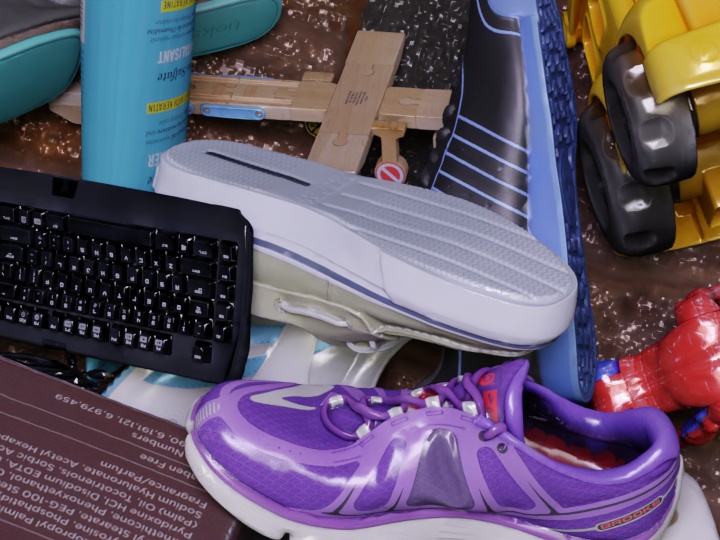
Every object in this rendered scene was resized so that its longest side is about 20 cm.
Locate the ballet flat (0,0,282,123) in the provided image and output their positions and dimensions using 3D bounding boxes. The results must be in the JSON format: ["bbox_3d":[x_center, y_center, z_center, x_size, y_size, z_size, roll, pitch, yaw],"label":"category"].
[{"bbox_3d":[-0.130,-0.113,1.105,0.200,0.068,0.068,-19,66,-32],"label":"ballet flat"}]

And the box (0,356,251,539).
[{"bbox_3d":[-0.155,0.161,0.985,0.164,0.166,0.200,21,37,4],"label":"box"}]

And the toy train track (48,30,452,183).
[{"bbox_3d":[-0.042,-0.068,1.123,0.199,0.033,0.115,5,37,11],"label":"toy train track"}]

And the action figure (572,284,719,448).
[{"bbox_3d":[0.111,0.057,1.100,0.200,0.099,0.065,-21,84,20],"label":"action figure"}]

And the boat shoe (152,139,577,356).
[{"bbox_3d":[0.000,0.000,1.014,0.200,0.072,0.062,21,119,32],"label":"boat shoe"}]

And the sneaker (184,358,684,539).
[{"bbox_3d":[0.031,0.063,0.984,0.199,0.084,0.081,6,42,-7],"label":"sneaker"}]

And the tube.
[{"bbox_3d":[-0.098,-0.055,1.065,0.050,0.077,0.201,14,112,25],"label":"tube"}]

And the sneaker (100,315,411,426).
[{"bbox_3d":[-0.041,0.047,1.092,0.200,0.077,0.081,-35,85,-2],"label":"sneaker"}]

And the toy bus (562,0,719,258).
[{"bbox_3d":[0.150,-0.122,1.060,0.135,0.200,0.193,-15,73,-4],"label":"toy bus"}]

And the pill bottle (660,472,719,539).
[{"bbox_3d":[0.056,0.158,1.053,0.199,0.111,0.111,-12,81,-1],"label":"pill bottle"}]

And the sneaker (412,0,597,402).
[{"bbox_3d":[0.052,-0.038,1.051,0.078,0.070,0.201,-6,80,15],"label":"sneaker"}]

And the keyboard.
[{"bbox_3d":[-0.132,0.014,1.042,0.200,0.040,0.104,9,105,36],"label":"keyboard"}]
